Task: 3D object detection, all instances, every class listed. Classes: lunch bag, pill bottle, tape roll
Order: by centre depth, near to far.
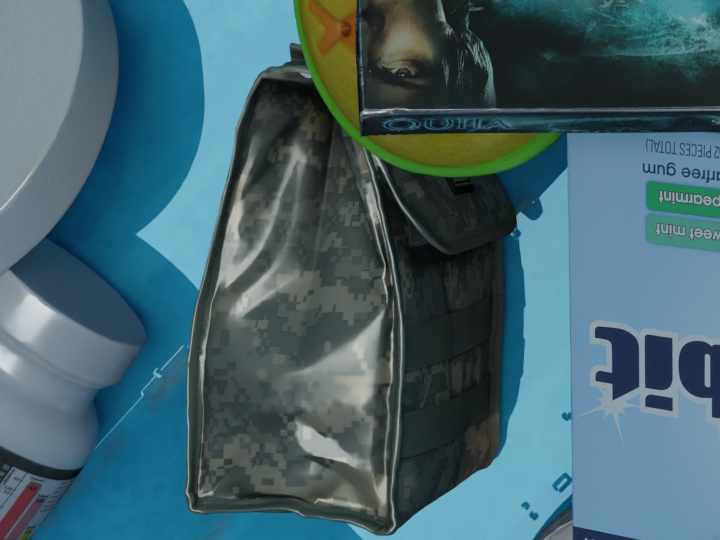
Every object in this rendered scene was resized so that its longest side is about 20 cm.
[{"bbox_3d":[0.000,0.000,1.168,0.117,0.164,0.202,4,97,17],"label":"lunch bag"},{"bbox_3d":[-0.206,-0.080,1.220,0.201,0.037,0.204,-11,64,23],"label":"tape roll"},{"bbox_3d":[-0.195,0.084,1.241,0.116,0.116,0.200,39,101,6],"label":"pill bottle"}]

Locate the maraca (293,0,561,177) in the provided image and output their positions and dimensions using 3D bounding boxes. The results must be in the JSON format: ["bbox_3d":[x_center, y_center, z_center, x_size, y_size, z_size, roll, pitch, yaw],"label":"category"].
[{"bbox_3d":[0.038,-0.138,1.047,0.136,0.107,0.202,4,97,15],"label":"maraca"}]

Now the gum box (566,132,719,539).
[{"bbox_3d":[0.164,0.041,1.025,0.169,0.044,0.202,8,108,32],"label":"gum box"}]

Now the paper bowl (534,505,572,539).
[{"bbox_3d":[0.147,0.196,1.188,0.199,0.104,0.202,1,96,13],"label":"paper bowl"}]

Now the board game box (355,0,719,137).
[{"bbox_3d":[0.097,-0.117,0.976,0.198,0.028,0.136,-1,74,-1],"label":"board game box"}]
